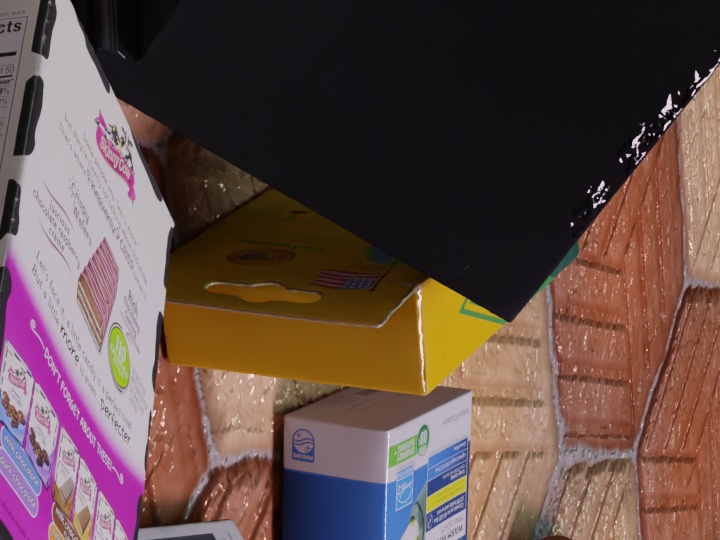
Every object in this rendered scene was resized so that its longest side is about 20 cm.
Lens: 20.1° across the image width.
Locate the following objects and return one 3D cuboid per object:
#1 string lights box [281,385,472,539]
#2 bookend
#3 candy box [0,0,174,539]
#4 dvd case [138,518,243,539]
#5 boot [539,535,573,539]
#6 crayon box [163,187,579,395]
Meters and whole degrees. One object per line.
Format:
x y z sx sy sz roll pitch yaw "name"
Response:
0.007 0.162 0.997 0.103 0.059 0.201 -18 111 -62 "string lights box"
0.029 -0.118 0.742 0.199 0.200 0.092 -53 -157 20 "bookend"
-0.114 0.024 0.655 0.137 0.061 0.200 71 18 -50 "candy box"
-0.071 0.168 0.786 0.151 0.025 0.200 58 20 18 "dvd case"
0.128 0.272 1.248 0.155 0.073 0.201 49 54 -60 "boot"
0.000 0.000 0.880 0.200 0.127 0.051 -36 126 -55 "crayon box"
